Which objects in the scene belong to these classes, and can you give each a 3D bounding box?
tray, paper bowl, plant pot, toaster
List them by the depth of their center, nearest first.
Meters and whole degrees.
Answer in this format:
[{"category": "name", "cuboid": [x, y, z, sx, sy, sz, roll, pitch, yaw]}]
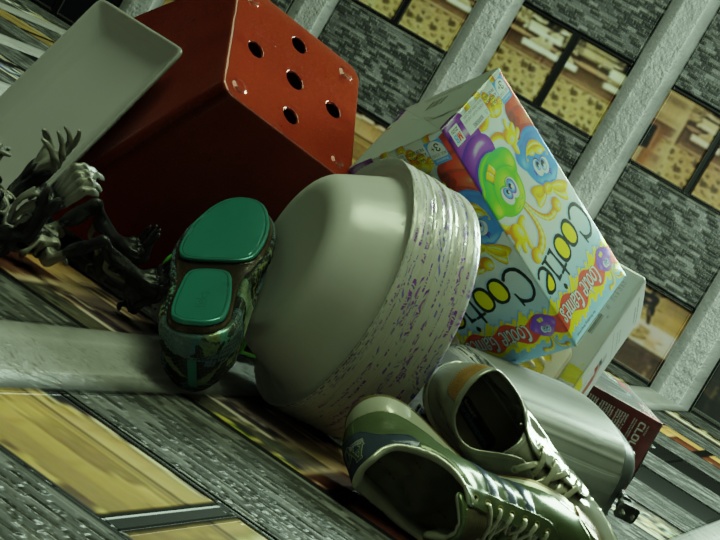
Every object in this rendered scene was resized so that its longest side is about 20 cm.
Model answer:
[{"category": "paper bowl", "cuboid": [-0.012, 0.012, 1.365, 0.104, 0.201, 0.201, 28, 6, -22]}, {"category": "toaster", "cuboid": [0.113, 0.135, 1.415, 0.129, 0.114, 0.200, 24, 10, -23]}, {"category": "tray", "cuboid": [-0.231, -0.114, 1.441, 0.107, 0.200, 0.022, 34, -16, 34]}, {"category": "plant pot", "cuboid": [-0.110, -0.108, 1.514, 0.199, 0.176, 0.201, 36, 37, -29]}]

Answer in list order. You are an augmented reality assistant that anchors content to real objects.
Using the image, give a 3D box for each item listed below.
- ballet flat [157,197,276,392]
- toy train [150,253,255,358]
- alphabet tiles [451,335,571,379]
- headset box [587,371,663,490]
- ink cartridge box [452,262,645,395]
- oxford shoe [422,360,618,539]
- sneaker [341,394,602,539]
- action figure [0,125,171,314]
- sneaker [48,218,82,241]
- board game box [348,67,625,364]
[{"category": "ballet flat", "cuboid": [-0.102, 0.018, 1.320, 0.074, 0.074, 0.200, 30, 29, -5]}, {"category": "toy train", "cuboid": [-0.095, 0.036, 1.464, 0.042, 0.057, 0.200, 27, 2, 36]}, {"category": "alphabet tiles", "cuboid": [0.071, 0.049, 1.576, 0.199, 0.196, 0.015, 32, -21, 19]}, {"category": "headset box", "cuboid": [0.183, 0.119, 1.769, 0.199, 0.078, 0.149, 28, 7, -8]}, {"category": "ink cartridge box", "cuboid": [0.130, 0.064, 1.620, 0.145, 0.200, 0.084, 32, -21, 17]}, {"category": "oxford shoe", "cuboid": [0.116, 0.146, 1.298, 0.200, 0.075, 0.058, 54, -24, -4]}, {"category": "sneaker", "cuboid": [0.070, 0.162, 1.235, 0.200, 0.067, 0.090, 33, 18, -4]}, {"category": "action figure", "cuboid": [-0.222, -0.049, 1.337, 0.199, 0.102, 0.119, 29, 17, -34]}, {"category": "sneaker", "cuboid": [-0.175, -0.030, 1.570, 0.200, 0.075, 0.087, 24, 14, -47]}, {"category": "board game box", "cuboid": [0.101, -0.036, 1.482, 0.200, 0.105, 0.103, 56, 44, -14]}]
